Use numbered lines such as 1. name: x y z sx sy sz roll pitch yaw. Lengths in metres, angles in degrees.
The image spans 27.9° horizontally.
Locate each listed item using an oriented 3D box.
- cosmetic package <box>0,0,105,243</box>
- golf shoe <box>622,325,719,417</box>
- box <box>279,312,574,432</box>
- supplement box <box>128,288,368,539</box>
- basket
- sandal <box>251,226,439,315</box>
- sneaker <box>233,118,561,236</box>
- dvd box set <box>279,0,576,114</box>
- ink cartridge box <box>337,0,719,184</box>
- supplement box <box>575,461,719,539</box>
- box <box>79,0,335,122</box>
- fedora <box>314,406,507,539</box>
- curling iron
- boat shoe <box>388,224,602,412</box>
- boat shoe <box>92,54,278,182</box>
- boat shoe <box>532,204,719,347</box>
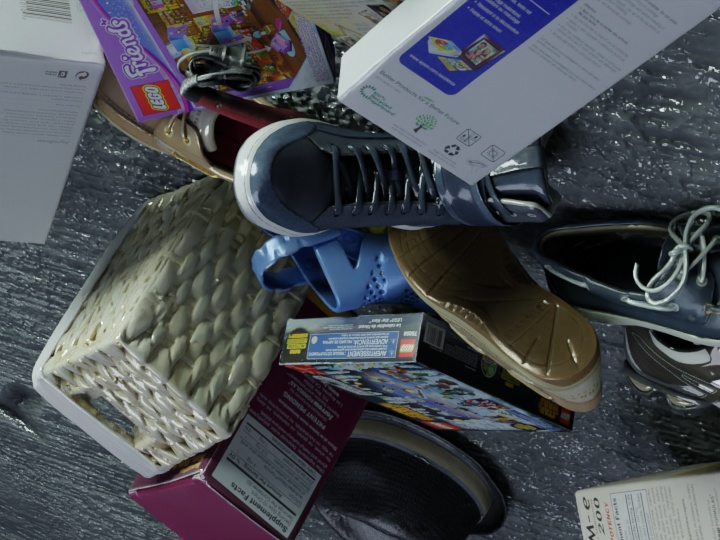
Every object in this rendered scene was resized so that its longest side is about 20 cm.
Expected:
1. cosmetic package: -0.243 -0.121 1.017 0.081 0.113 0.200 4 141 -25
2. golf shoe: 0.264 0.062 0.950 0.200 0.078 0.095 10 143 27
3. box: 0.055 0.082 1.113 0.137 0.040 0.200 -4 158 43
4. supplement box: -0.080 0.125 1.199 0.103 0.200 0.131 42 147 -19
5. basket: -0.137 0.039 1.129 0.136 0.200 0.123 44 141 -22
6. sandal: 0.000 0.000 1.068 0.200 0.087 0.080 21 145 11
7. sneaker: 0.034 -0.062 0.891 0.146 0.077 0.202 -5 179 43
8. dvd box set: 0.014 -0.148 0.810 0.200 0.029 0.146 29 173 -28
9. ink cartridge box: 0.088 -0.124 0.716 0.099 0.039 0.200 31 135 -29
10. supplement box: 0.272 0.175 1.047 0.126 0.074 0.200 -5 171 -38
11. box: -0.105 -0.186 0.883 0.136 0.039 0.200 -10 137 9
12. fedora: 0.031 0.212 1.331 0.200 0.092 0.201 20 147 14
13. curling iron: -0.037 -0.096 0.943 0.050 0.026 0.200 -23 147 36
14. boat shoe: 0.088 0.024 0.985 0.200 0.071 0.065 48 171 38
15. boat shoe: -0.098 -0.103 0.996 0.200 0.074 0.069 25 176 -3
16. boat shoe: 0.200 -0.002 0.919 0.200 0.075 0.062 10 156 43
